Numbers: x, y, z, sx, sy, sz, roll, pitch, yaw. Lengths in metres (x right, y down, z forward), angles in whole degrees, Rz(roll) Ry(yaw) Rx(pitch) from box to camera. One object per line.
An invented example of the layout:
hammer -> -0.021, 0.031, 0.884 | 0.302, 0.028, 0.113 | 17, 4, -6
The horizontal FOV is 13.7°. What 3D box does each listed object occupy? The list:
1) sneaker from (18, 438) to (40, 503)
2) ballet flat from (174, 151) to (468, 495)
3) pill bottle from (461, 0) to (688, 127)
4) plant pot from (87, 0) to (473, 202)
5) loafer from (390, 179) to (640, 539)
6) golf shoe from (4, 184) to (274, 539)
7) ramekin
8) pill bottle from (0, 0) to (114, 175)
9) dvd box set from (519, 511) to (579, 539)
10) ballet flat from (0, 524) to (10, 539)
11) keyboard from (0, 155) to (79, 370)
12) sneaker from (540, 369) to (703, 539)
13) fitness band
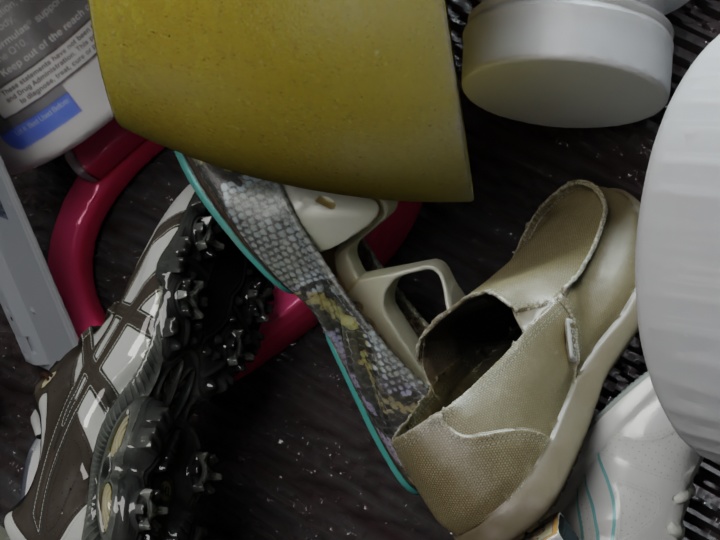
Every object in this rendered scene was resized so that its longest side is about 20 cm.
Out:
sneaker -> -0.069, 0.146, 1.303 | 0.145, 0.077, 0.203 | -18, 58, 10
ballet flat -> 0.000, 0.000, 1.284 | 0.072, 0.072, 0.201 | -35, 91, 12
pill bottle -> 0.096, -0.171, 1.296 | 0.119, 0.120, 0.201 | -3, 73, 25
plant pot -> -0.036, -0.118, 1.222 | 0.141, 0.200, 0.201 | -8, 69, 3
loafer -> 0.068, 0.026, 1.231 | 0.076, 0.067, 0.200 | -32, 25, 39
golf shoe -> -0.100, 0.039, 1.295 | 0.094, 0.078, 0.201 | -5, 52, 31
ramekin -> 0.188, -0.008, 1.161 | 0.097, 0.200, 0.202 | 7, 77, 35
pill bottle -> -0.182, -0.154, 1.369 | 0.114, 0.200, 0.114 | -33, 18, 12
dvd box set -> 0.037, 0.209, 1.210 | 0.199, 0.029, 0.147 | -32, 99, 13
ballet flat -> -0.241, 0.187, 1.374 | 0.200, 0.064, 0.067 | -42, 61, 7
keyboard -> -0.168, -0.035, 1.349 | 0.011, 0.201, 0.056 | -36, 29, -30
sneaker -> 0.106, 0.112, 1.237 | 0.080, 0.070, 0.201 | 40, 99, 14
fitness band -> -0.060, -0.032, 1.374 | 0.200, 0.037, 0.144 | -38, 62, 11
